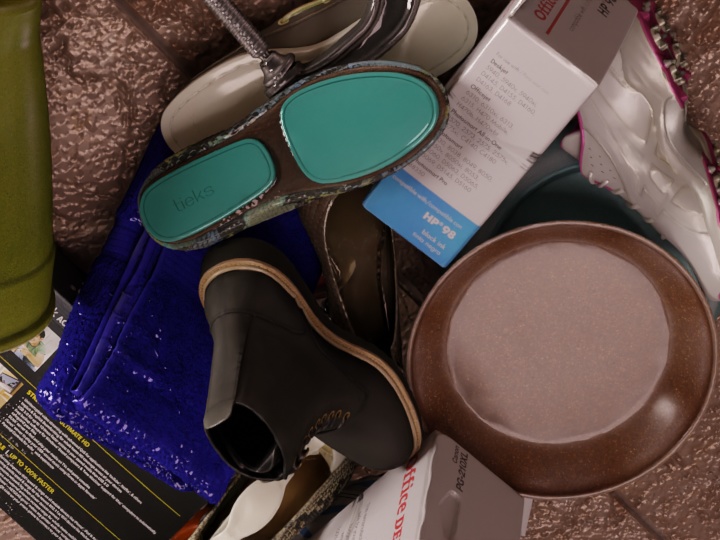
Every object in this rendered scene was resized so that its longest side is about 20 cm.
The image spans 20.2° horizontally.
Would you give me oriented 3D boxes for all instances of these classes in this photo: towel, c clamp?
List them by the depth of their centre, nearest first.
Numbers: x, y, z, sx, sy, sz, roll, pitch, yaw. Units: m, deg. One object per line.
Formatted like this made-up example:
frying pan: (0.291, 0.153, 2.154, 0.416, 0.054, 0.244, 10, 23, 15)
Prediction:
c clamp: (-0.071, -0.178, 1.161, 0.200, 0.027, 0.171, 43, 97, -7)
towel: (-0.101, 0.026, 1.251, 0.147, 0.049, 0.201, 33, 71, -28)

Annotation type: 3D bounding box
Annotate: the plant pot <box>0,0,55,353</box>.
plant pot: (-0.257, -0.080, 1.149, 0.199, 0.201, 0.194, 8, 113, -15)

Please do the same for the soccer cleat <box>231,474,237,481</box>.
soccer cleat: (-0.118, 0.142, 1.396, 0.086, 0.070, 0.201, 13, 123, -18)

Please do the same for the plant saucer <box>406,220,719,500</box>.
plant saucer: (0.128, 0.053, 1.294, 0.199, 0.037, 0.202, 0, 115, 0)

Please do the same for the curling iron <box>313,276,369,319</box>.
curling iron: (-0.076, 0.025, 1.335, 0.198, 0.050, 0.026, -7, 111, 0)

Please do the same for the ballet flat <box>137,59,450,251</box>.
ballet flat: (-0.036, -0.070, 1.177, 0.199, 0.075, 0.074, -19, 128, 16)

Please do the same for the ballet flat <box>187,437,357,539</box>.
ballet flat: (-0.051, 0.140, 1.335, 0.068, 0.200, 0.075, 35, 149, 8)

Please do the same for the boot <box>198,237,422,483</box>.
boot: (-0.034, 0.094, 1.200, 0.077, 0.139, 0.200, -29, 127, 25)

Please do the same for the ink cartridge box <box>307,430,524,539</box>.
ink cartridge box: (0.008, 0.220, 1.292, 0.084, 0.145, 0.200, 37, 122, -16)

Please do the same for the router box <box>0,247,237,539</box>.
router box: (-0.188, 0.098, 1.319, 0.200, 0.051, 0.149, 43, 110, -9)

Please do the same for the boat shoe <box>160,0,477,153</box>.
boat shoe: (-0.027, -0.125, 1.219, 0.200, 0.060, 0.072, -23, 121, 7)

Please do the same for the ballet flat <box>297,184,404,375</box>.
ballet flat: (0.000, 0.000, 1.277, 0.067, 0.046, 0.202, -12, 104, -29)

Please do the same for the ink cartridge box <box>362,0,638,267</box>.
ink cartridge box: (0.093, -0.110, 1.186, 0.067, 0.116, 0.200, 37, 125, -3)

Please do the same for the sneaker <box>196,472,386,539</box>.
sneaker: (-0.014, 0.176, 1.398, 0.198, 0.073, 0.072, -3, 127, 8)

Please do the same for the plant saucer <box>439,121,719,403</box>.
plant saucer: (0.151, 0.003, 1.324, 0.198, 0.027, 0.202, -2, 105, -9)

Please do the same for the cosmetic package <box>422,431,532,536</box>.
cosmetic package: (0.089, 0.098, 1.410, 0.082, 0.051, 0.201, -1, 125, -12)

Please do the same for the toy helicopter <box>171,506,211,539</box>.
toy helicopter: (-0.142, 0.262, 1.494, 0.199, 0.079, 0.132, -27, 136, 23)

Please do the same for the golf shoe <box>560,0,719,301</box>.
golf shoe: (0.181, -0.068, 1.269, 0.091, 0.075, 0.201, -21, 97, 18)
